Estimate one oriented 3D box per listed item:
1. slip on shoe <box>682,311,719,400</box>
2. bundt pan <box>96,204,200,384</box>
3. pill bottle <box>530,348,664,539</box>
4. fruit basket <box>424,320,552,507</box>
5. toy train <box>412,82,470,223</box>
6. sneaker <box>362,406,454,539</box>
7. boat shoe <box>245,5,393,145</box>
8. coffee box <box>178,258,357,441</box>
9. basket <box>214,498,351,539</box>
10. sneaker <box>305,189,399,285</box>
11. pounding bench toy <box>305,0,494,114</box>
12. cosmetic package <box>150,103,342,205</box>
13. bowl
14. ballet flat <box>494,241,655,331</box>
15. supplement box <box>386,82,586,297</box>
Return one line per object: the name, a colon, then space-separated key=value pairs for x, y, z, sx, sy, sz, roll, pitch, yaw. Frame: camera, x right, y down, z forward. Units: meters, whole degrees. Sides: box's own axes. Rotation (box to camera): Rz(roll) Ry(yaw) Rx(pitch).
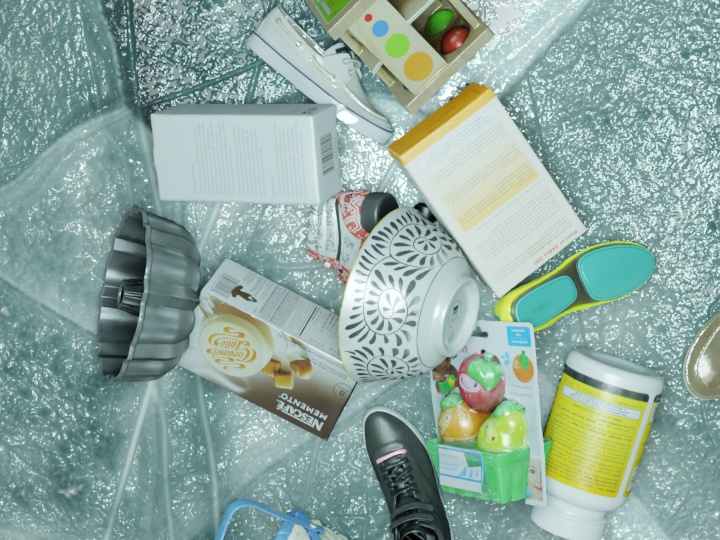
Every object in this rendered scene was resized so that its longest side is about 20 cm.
slip on shoe: x=0.441 y=0.067 z=1.480 sx=0.200 sy=0.061 sz=0.076 roll=-44 pitch=91 yaw=8
bundt pan: x=-0.233 y=0.032 z=1.476 sx=0.076 sy=0.202 sz=0.202 roll=10 pitch=98 yaw=-23
pill bottle: x=0.260 y=0.197 z=1.484 sx=0.112 sy=0.112 sz=0.200 roll=17 pitch=97 yaw=3
fruit basket: x=0.132 y=0.155 z=1.469 sx=0.094 sy=0.185 sz=0.201 roll=-15 pitch=100 yaw=-35
toy train: x=0.090 y=-0.116 z=1.496 sx=0.034 sy=0.046 sz=0.200 roll=20 pitch=98 yaw=2
sneaker: x=0.054 y=0.254 z=1.515 sx=0.071 sy=0.099 sz=0.200 roll=-22 pitch=93 yaw=9
boat shoe: x=-0.033 y=-0.223 z=1.486 sx=0.200 sy=0.071 sz=0.070 roll=39 pitch=101 yaw=6
coffee box: x=-0.096 y=0.090 z=1.501 sx=0.200 sy=0.080 sz=0.115 roll=28 pitch=123 yaw=1
basket: x=-0.093 y=0.365 z=1.509 sx=0.200 sy=0.139 sz=0.177 roll=22 pitch=99 yaw=-29
sneaker: x=0.000 y=-0.001 z=1.513 sx=0.108 sy=0.067 sz=0.202 roll=7 pitch=122 yaw=33
pounding bench toy: x=0.035 y=-0.289 z=1.450 sx=0.124 sy=0.200 sz=0.156 roll=-43 pitch=123 yaw=10
cosmetic package: x=-0.127 y=-0.131 z=1.467 sx=0.199 sy=0.071 sz=0.102 roll=3 pitch=109 yaw=21
bowl: x=0.068 y=0.039 z=1.421 sx=0.094 sy=0.201 sz=0.201 roll=16 pitch=98 yaw=29
ballet flat: x=0.235 y=0.017 z=1.482 sx=0.200 sy=0.067 sz=0.067 roll=-22 pitch=96 yaw=-21
supplement box: x=0.139 y=-0.089 z=1.451 sx=0.126 sy=0.074 sz=0.200 roll=-37 pitch=107 yaw=-1
